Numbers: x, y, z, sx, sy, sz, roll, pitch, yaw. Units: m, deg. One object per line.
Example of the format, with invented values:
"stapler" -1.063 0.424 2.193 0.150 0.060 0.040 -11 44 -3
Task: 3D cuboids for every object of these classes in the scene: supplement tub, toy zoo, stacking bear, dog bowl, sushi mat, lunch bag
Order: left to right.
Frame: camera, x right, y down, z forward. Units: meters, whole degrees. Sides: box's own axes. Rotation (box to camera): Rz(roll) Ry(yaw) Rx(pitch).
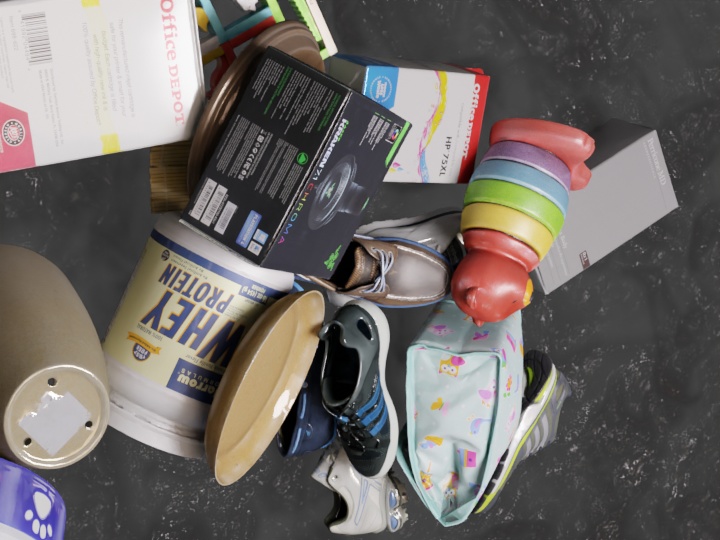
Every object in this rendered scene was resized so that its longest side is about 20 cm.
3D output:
"dog bowl" -0.355 0.229 1.284 0.200 0.199 0.079 31 47 -35
"supplement tub" -0.164 0.061 1.427 0.144 0.145 0.201 23 93 -35
"toy zoo" -0.130 -0.218 1.423 0.199 0.020 0.132 -34 114 -18
"sushi mat" -0.117 -0.109 1.479 0.199 0.012 0.096 -5 108 -30
"lunch bag" 0.109 0.150 1.599 0.121 0.170 0.202 5 109 13
"stacking bear" 0.153 -0.042 1.522 0.122 0.113 0.201 75 34 -69

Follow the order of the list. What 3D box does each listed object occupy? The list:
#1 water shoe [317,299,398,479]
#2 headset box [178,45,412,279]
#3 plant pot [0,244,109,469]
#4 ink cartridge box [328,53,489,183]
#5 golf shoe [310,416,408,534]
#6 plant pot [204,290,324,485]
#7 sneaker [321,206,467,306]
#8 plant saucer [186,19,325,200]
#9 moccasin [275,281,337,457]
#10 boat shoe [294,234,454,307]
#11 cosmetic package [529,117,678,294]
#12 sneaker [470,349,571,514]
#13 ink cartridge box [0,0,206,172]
"water shoe" -0.013 0.128 1.512 0.079 0.071 0.202 -31 124 -47
"headset box" -0.052 -0.091 1.369 0.175 0.092 0.200 -61 163 5
"plant pot" -0.298 0.095 1.324 0.186 0.200 0.189 -11 112 -28
"ink cartridge box" 0.059 -0.152 1.534 0.199 0.067 0.117 -1 107 -36
"golf shoe" -0.007 0.197 1.615 0.096 0.078 0.202 -12 107 -14
"plant pot" -0.093 0.105 1.405 0.201 0.027 0.200 -58 165 -24
"sneaker" 0.053 -0.013 1.576 0.199 0.080 0.077 -24 119 -21
"plant saucer" -0.090 -0.135 1.394 0.200 0.029 0.201 -52 161 -27
"moccasin" -0.069 0.108 1.539 0.068 0.080 0.201 -27 117 -30
"boat shoe" 0.000 0.000 1.504 0.198 0.072 0.073 8 95 -6
"cosmetic package" 0.246 -0.074 1.670 0.199 0.090 0.107 -33 117 -15
"sneaker" 0.183 0.196 1.731 0.081 0.074 0.201 31 91 -39
"ink cartridge box" -0.245 -0.178 1.318 0.198 0.083 0.146 -11 110 -17
